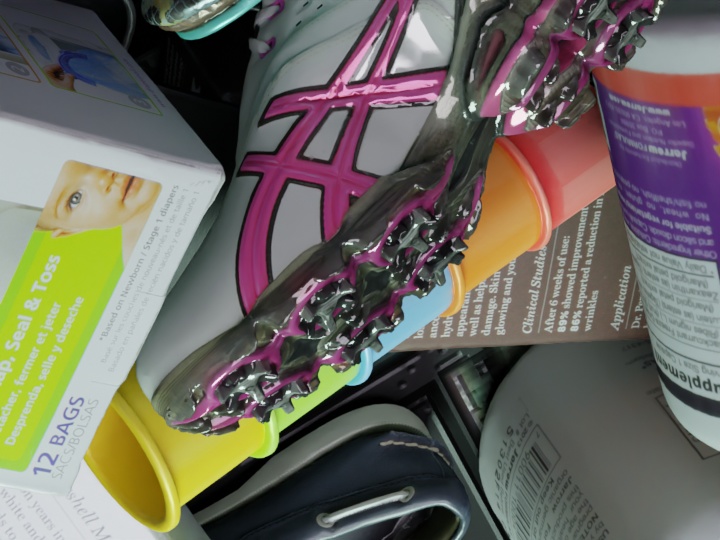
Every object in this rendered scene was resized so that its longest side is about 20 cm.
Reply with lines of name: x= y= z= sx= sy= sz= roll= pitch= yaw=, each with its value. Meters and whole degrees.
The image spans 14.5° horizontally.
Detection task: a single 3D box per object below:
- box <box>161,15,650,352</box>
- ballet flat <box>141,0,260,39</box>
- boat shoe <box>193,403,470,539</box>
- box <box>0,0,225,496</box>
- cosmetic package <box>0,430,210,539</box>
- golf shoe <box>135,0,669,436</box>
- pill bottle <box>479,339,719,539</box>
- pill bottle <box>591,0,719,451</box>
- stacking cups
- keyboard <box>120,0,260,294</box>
box: x=0.030 y=-0.031 z=0.978 sx=0.199 sy=0.075 sz=0.101 roll=-2 pitch=119 yaw=-22
ballet flat: x=0.006 y=-0.147 z=0.758 sx=0.200 sy=0.074 sz=0.074 roll=-41 pitch=125 yaw=-10
boat shoe: x=-0.045 y=0.131 z=1.045 sx=0.199 sy=0.062 sz=0.075 roll=-34 pitch=127 yaw=0
box: x=-0.158 y=-0.025 z=0.757 sx=0.199 sy=0.101 sz=0.113 roll=14 pitch=112 yaw=-36
cosmetic package: x=-0.141 y=0.136 z=0.938 sx=0.199 sy=0.123 sz=0.200 roll=-34 pitch=102 yaw=1
golf shoe: x=-0.001 y=-0.043 z=0.812 sx=0.200 sy=0.092 sz=0.073 roll=-49 pitch=160 yaw=0
pill bottle: x=0.127 y=0.106 z=1.015 sx=0.114 sy=0.200 sz=0.115 roll=-9 pitch=122 yaw=-16
pill bottle: x=0.141 y=-0.009 z=0.890 sx=0.111 sy=0.111 sz=0.201 roll=-20 pitch=116 yaw=-10
stacking cups: x=0.000 y=0.000 z=0.879 sx=0.200 sy=0.060 sz=0.061 roll=-36 pitch=127 yaw=-22
keyboard: x=-0.082 y=-0.052 z=0.870 sx=0.199 sy=0.021 sz=0.128 roll=14 pitch=116 yaw=-27
